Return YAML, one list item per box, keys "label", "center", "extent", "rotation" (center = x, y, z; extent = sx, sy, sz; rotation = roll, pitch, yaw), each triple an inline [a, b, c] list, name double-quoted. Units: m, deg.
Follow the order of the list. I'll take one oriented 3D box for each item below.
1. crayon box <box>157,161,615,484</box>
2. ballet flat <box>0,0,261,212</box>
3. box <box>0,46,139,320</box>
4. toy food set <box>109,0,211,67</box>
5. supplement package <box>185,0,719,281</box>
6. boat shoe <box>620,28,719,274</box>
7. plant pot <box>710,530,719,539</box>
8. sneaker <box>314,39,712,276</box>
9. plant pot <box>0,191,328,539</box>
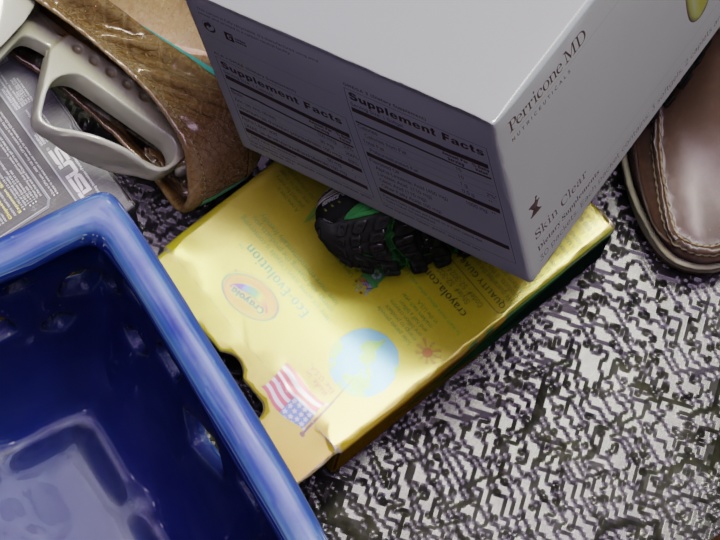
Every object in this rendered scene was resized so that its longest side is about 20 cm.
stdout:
- label: "crayon box"
  center: [0.000, 0.000, 1.143]
  extent: [0.200, 0.051, 0.127]
  rotation: [-38, 80, -12]
- label: "ballet flat"
  center: [-0.134, -0.096, 1.110]
  extent: [0.200, 0.068, 0.072]
  rotation: [39, 59, -8]
- label: "box"
  center: [-0.221, -0.057, 1.146]
  extent: [0.158, 0.048, 0.200]
  rotation: [-35, 79, -11]
- label: "toy food set"
  center: [-0.063, -0.175, 1.187]
  extent: [0.200, 0.049, 0.198]
  rotation: [-22, 77, -8]
- label: "supplement package"
  center: [0.055, -0.126, 1.033]
  extent: [0.156, 0.111, 0.200]
  rotation: [26, 66, 28]
- label: "boat shoe"
  center: [0.160, -0.103, 1.166]
  extent: [0.075, 0.075, 0.203]
  rotation: [1, 75, -3]
- label: "plant pot"
  center: [0.263, 0.061, 1.080]
  extent: [0.200, 0.200, 0.198]
  rotation: [16, 66, 1]
- label: "sneaker"
  center: [0.057, -0.070, 1.108]
  extent: [0.200, 0.078, 0.085]
  rotation: [-35, 73, -21]
- label: "plant pot"
  center: [-0.139, 0.113, 1.038]
  extent: [0.200, 0.180, 0.200]
  rotation: [-29, 79, -11]
